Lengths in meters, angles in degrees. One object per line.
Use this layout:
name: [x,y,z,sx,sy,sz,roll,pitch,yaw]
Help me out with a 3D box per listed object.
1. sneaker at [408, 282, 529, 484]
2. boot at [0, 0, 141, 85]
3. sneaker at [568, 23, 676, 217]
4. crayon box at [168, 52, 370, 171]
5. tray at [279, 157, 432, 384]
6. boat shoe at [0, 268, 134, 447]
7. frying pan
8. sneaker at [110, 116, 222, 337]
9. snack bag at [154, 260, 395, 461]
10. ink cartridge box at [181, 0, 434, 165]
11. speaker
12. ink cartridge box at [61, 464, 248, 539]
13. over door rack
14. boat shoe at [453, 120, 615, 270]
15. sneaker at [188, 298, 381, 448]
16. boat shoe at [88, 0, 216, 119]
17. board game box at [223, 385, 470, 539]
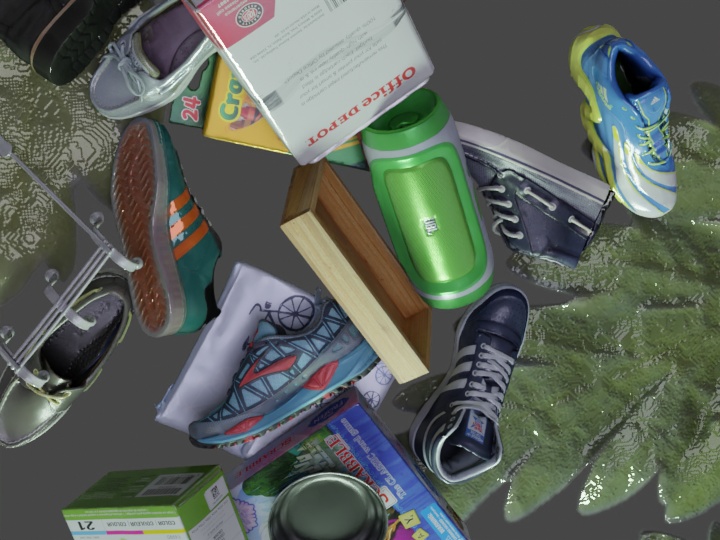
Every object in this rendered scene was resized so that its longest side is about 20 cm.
sneaker: [0.117,0.113,1.142,0.070,0.109,0.200,25,97,-14]
boot: [-0.256,-0.276,1.024,0.138,0.077,0.200,34,72,12]
sneaker: [0.256,-0.133,1.112,0.076,0.105,0.200,-29,104,-1]
crayon box: [-0.067,-0.171,1.082,0.199,0.051,0.127,10,101,-10]
tray: [0.000,0.000,1.083,0.037,0.099,0.200,-26,119,22]
boat shoe: [-0.280,0.086,1.100,0.072,0.060,0.202,38,94,-14]
frying pan: [-0.032,0.273,1.137,0.115,0.031,0.191,0,112,-5]
sneaker: [-0.174,-0.041,1.091,0.080,0.071,0.201,-6,89,-49]
snack bag: [-0.074,0.105,1.157,0.200,0.021,0.189,27,97,-13]
ink cartridge box: [-0.045,-0.202,0.962,0.146,0.083,0.200,-35,141,0]
speaker: [0.063,-0.063,1.081,0.088,0.089,0.200,-23,125,-3]
ink cartridge box: [-0.173,0.291,1.117,0.147,0.076,0.201,-10,106,33]
over door rack: [-0.307,-0.015,1.061,0.200,0.067,0.148,40,94,11]
boat shoe: [0.141,-0.070,1.122,0.200,0.075,0.093,22,91,-13]
sneaker: [-0.081,0.095,1.116,0.200,0.079,0.096,-30,87,-4]
boat shoe: [-0.165,-0.199,1.026,0.202,0.065,0.075,-27,83,23]
board game box: [-0.027,0.247,1.167,0.199,0.041,0.200,-36,108,8]
